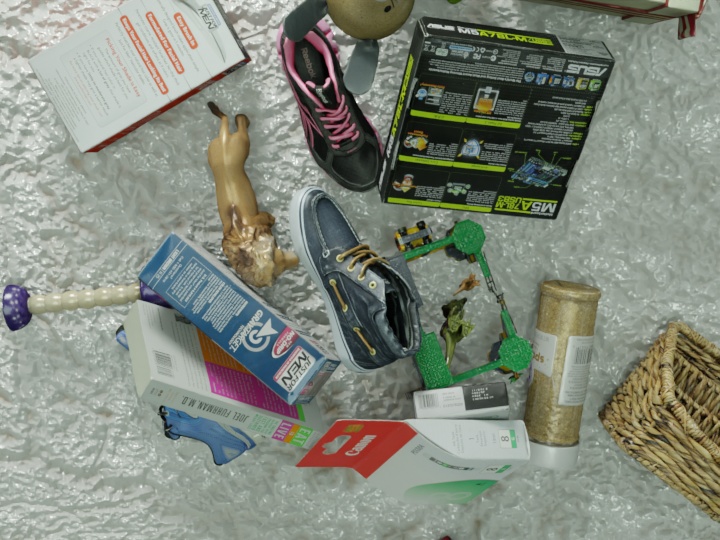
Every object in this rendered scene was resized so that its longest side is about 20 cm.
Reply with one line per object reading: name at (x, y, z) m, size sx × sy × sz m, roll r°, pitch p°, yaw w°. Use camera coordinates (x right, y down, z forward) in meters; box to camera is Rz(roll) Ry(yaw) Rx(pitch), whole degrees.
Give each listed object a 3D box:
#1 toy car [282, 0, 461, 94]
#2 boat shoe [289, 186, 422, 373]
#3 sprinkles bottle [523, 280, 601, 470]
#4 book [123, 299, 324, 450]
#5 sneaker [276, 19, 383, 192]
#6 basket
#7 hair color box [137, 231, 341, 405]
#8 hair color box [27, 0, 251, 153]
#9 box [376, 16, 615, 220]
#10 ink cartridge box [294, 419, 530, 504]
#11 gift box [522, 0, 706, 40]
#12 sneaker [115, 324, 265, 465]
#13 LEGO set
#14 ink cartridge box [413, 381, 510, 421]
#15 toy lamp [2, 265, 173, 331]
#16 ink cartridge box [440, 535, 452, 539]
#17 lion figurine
toy car at (0.019, -0.282, 0.992) m, size 0.164 × 0.158 × 0.200 m, roll 39°, pitch 88°, yaw -16°
boat shoe at (0.000, 0.000, 1.022) m, size 0.071 × 0.091 × 0.201 m, roll -21°, pitch 89°, yaw -42°
sprinkles bottle at (0.218, 0.114, 1.117) m, size 0.068 × 0.068 × 0.201 m, roll 6°, pitch 99°, yaw -1°
book at (-0.139, 0.108, 1.041) m, size 0.199 × 0.134 × 0.048 m, roll 24°, pitch 111°, yaw -30°
sneaker at (-0.034, -0.170, 1.054) m, size 0.079 × 0.095 × 0.201 m, roll -26°, pitch 100°, yaw 2°
basket at (0.384, 0.173, 1.089) m, size 0.200 × 0.143 × 0.149 m, roll 37°, pitch 98°, yaw -6°
hair color box at (-0.119, 0.050, 1.016) m, size 0.200 × 0.100 × 0.061 m, roll 38°, pitch 90°, yaw 10°
hair color box at (-0.228, -0.219, 1.061) m, size 0.199 × 0.064 × 0.111 m, roll -28°, pitch 97°, yaw 6°
box at (0.132, -0.148, 1.026) m, size 0.199 × 0.048 × 0.194 m, roll 4°, pitch 130°, yaw -13°
ink cartridge box at (0.050, 0.198, 1.038) m, size 0.199 × 0.161 × 0.050 m, roll 2°, pitch 62°, yaw -20°
gift box at (0.258, -0.328, 0.981) m, size 0.185 × 0.200 × 0.186 m, roll 8°, pitch 104°, yaw -3°
sneaker at (-0.199, 0.138, 1.113) m, size 0.089 × 0.079 × 0.200 m, roll -43°, pitch 97°, yaw 4°
LEGO set at (0.087, 0.049, 1.100) m, size 0.153 × 0.116 × 0.201 m, roll -28°, pitch 86°, yaw -15°
ink cartridge box at (0.106, 0.172, 1.086) m, size 0.094 × 0.200 × 0.037 m, roll -7°, pitch 61°, yaw 1°
toy lamp at (-0.284, 0.028, 1.105) m, size 0.199 × 0.058 × 0.059 m, roll -6°, pitch 100°, yaw 0°
ink cartridge box at (0.064, 0.422, 1.140) m, size 0.199 × 0.083 × 0.146 m, roll -33°, pitch 99°, yaw -8°
lion figurine at (-0.127, -0.080, 1.054) m, size 0.072 × 0.123 × 0.201 m, roll -22°, pitch 99°, yaw 3°
